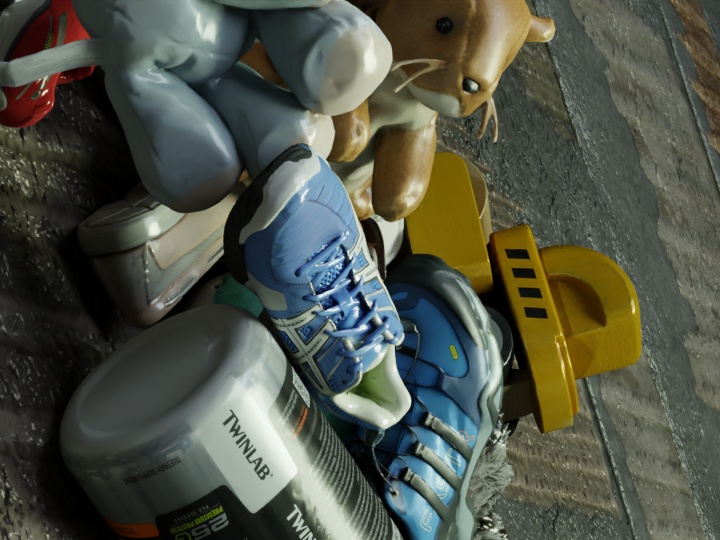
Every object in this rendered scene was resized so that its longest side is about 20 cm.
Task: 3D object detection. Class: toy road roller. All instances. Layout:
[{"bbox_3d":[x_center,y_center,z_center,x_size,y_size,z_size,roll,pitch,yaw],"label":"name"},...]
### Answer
[{"bbox_3d":[0.106,0.014,1.883,0.123,0.145,0.201,79,-3,-63],"label":"toy road roller"}]

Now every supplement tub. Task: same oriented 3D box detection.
[{"bbox_3d":[-0.055,0.127,1.420,0.200,0.122,0.123,57,22,-25],"label":"supplement tub"}]

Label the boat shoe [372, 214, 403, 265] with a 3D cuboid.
[{"bbox_3d":[0.005,-0.060,1.771,0.071,0.069,0.200,-55,150,-24],"label":"boat shoe"}]

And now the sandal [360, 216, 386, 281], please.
[{"bbox_3d":[0.002,0.006,1.625,0.059,0.206,0.079,-40,140,-27],"label":"sandal"}]

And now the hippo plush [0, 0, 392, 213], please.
[{"bbox_3d":[-0.089,-0.126,1.446,0.161,0.199,0.160,-106,-165,-69],"label":"hippo plush"}]

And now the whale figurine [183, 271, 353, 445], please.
[{"bbox_3d":[-0.024,0.088,1.569,0.201,0.103,0.159,64,20,-16],"label":"whale figurine"}]

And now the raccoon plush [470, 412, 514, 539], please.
[{"bbox_3d":[0.031,0.109,1.773,0.201,0.096,0.134,89,-16,-48],"label":"raccoon plush"}]

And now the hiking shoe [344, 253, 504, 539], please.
[{"bbox_3d":[0.027,0.092,1.506,0.087,0.074,0.201,-27,123,-53],"label":"hiking shoe"}]

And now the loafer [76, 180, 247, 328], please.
[{"bbox_3d":[-0.097,-0.024,1.563,0.200,0.072,0.063,-38,115,-62],"label":"loafer"}]

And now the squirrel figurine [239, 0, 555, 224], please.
[{"bbox_3d":[0.011,-0.123,1.544,0.141,0.186,0.201,37,35,-24],"label":"squirrel figurine"}]

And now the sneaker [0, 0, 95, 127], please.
[{"bbox_3d":[-0.168,-0.144,1.504,0.085,0.077,0.200,63,30,-27],"label":"sneaker"}]

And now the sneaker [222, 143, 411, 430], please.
[{"bbox_3d":[-0.014,0.009,1.406,0.077,0.076,0.200,36,-19,28],"label":"sneaker"}]
